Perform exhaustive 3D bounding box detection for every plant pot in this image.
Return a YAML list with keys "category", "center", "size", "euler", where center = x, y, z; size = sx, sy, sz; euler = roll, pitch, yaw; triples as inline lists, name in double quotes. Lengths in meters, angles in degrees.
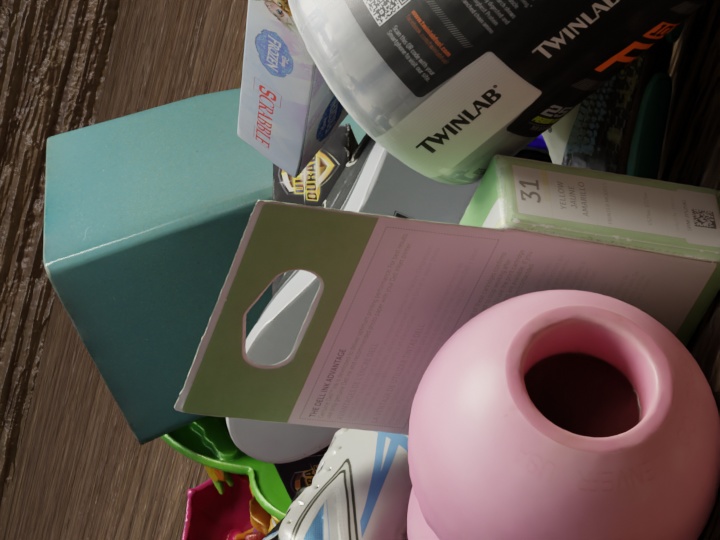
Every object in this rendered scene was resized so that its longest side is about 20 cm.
- category: "plant pot"
  center: [-0.066, -0.021, 1.569]
  size: [0.142, 0.199, 0.142]
  euler: [-97, -15, -55]

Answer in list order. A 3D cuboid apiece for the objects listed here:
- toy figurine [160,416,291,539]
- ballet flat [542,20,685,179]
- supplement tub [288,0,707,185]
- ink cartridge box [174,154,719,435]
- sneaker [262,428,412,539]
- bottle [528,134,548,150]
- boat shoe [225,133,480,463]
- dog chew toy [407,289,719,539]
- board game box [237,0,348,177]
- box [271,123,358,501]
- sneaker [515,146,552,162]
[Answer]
- category: "toy figurine"
  center: [-0.052, 0.148, 1.676]
  size: [0.200, 0.150, 0.185]
  euler: [53, 152, 40]
- category: "ballet flat"
  center: [0.107, -0.094, 1.154]
  size: [0.074, 0.074, 0.201]
  euler: [-170, 93, -78]
- category: "supplement tub"
  center: [0.078, -0.136, 1.064]
  size: [0.200, 0.122, 0.123]
  euler: [-39, 32, 24]
- category: "ink cartridge box"
  center: [0.036, 0.014, 1.104]
  size: [0.146, 0.199, 0.048]
  euler: [114, 160, -47]
- category: "sneaker"
  center: [-0.009, 0.109, 1.155]
  size: [0.072, 0.072, 0.200]
  euler: [110, 176, -45]
- category: "bottle"
  center: [0.107, -0.155, 1.221]
  size: [0.084, 0.065, 0.201]
  euler: [-170, 89, -76]
- category: "boat shoe"
  center: [0.000, 0.000, 1.265]
  size: [0.200, 0.068, 0.057]
  euler: [-58, 16, 10]
- category: "dog chew toy"
  center: [0.073, 0.097, 1.082]
  size: [0.200, 0.124, 0.125]
  euler: [104, 169, -54]
- category: "board game box"
  center: [0.018, -0.163, 1.256]
  size: [0.200, 0.041, 0.200]
  euler: [-52, -9, -19]
- category: "box"
  center: [-0.002, 0.060, 1.410]
  size: [0.200, 0.049, 0.199]
  euler: [67, -163, -54]
- category: "sneaker"
  center: [0.060, 0.046, 1.265]
  size: [0.115, 0.075, 0.201]
  euler: [-105, 30, -67]
